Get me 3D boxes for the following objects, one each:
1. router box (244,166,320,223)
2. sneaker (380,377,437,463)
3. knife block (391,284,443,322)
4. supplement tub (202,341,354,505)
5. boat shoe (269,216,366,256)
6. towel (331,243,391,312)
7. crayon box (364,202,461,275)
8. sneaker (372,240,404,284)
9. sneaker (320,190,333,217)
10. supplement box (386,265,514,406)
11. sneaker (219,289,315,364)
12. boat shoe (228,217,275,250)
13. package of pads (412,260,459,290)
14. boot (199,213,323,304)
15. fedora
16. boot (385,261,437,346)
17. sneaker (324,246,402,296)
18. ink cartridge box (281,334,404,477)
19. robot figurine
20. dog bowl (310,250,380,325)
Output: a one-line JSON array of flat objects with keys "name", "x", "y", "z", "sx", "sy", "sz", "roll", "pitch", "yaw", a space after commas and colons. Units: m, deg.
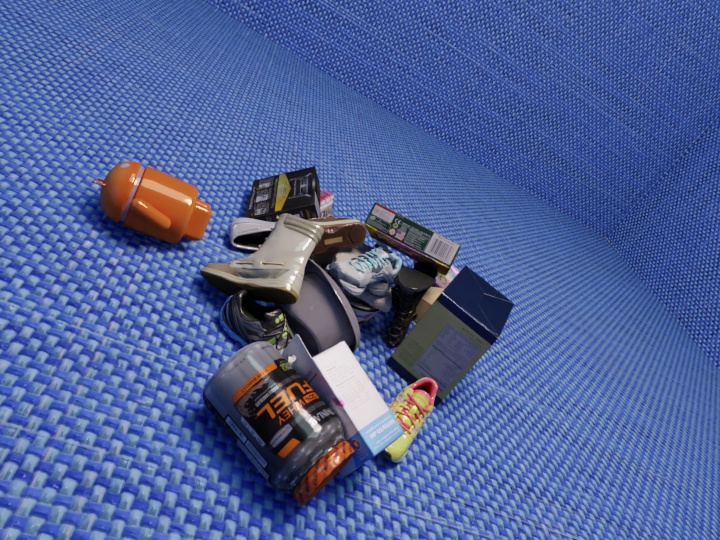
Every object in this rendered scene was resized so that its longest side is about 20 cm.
[{"name": "router box", "x": -0.172, "y": -0.159, "z": 1.213, "sx": 0.156, "sy": 0.053, "sz": 0.201, "roll": -12, "pitch": 34, "yaw": 4}, {"name": "sneaker", "x": 0.079, "y": 0.243, "z": 0.909, "sx": 0.078, "sy": 0.090, "sz": 0.200, "roll": 39, "pitch": 29, "yaw": 5}, {"name": "knife block", "x": 0.152, "y": 0.091, "z": 1.264, "sx": 0.175, "sy": 0.064, "sz": 0.200, "roll": 5, "pitch": 40, "yaw": -43}, {"name": "supplement tub", "x": -0.109, "y": 0.205, "z": 0.722, "sx": 0.200, "sy": 0.123, "sz": 0.122, "roll": 43, "pitch": 28, "yaw": 16}, {"name": "boat shoe", "x": -0.092, "y": -0.073, "z": 1.086, "sx": 0.201, "sy": 0.075, "sz": 0.075, "roll": -4, "pitch": 26, "yaw": -24}, {"name": "towel", "x": 0.000, "y": 0.000, "z": 1.112, "sx": 0.132, "sy": 0.035, "sz": 0.201, "roll": 25, "pitch": 30, "yaw": -15}, {"name": "crayon box", "x": 0.114, "y": -0.064, "z": 1.161, "sx": 0.199, "sy": 0.059, "sz": 0.173, "roll": 28, "pitch": -1, "yaw": 8}, {"name": "sneaker", "x": 0.060, "y": 0.000, "z": 1.240, "sx": 0.076, "sy": 0.080, "sz": 0.200, "roll": 48, "pitch": 1, "yaw": -25}, {"name": "sneaker", "x": -0.128, "y": -0.112, "z": 1.262, "sx": 0.073, "sy": 0.088, "sz": 0.200, "roll": 13, "pitch": 37, "yaw": 32}, {"name": "supplement box", "x": 0.188, "y": 0.128, "z": 1.094, "sx": 0.134, "sy": 0.200, "sz": 0.200, "roll": 39, "pitch": 27, "yaw": 10}, {"name": "sneaker", "x": -0.144, "y": 0.108, "z": 0.879, "sx": 0.199, "sy": 0.083, "sz": 0.071, "roll": 39, "pitch": 27, "yaw": 3}, {"name": "boat shoe", "x": -0.173, "y": -0.063, "z": 1.111, "sx": 0.198, "sy": 0.074, "sz": 0.066, "roll": -1, "pitch": 37, "yaw": -14}, {"name": "package of pads", "x": 0.230, "y": 0.031, "z": 1.394, "sx": 0.200, "sy": 0.076, "sz": 0.121, "roll": 45, "pitch": -5, "yaw": 16}, {"name": "boot", "x": -0.172, "y": -0.027, "z": 0.939, "sx": 0.199, "sy": 0.072, "sz": 0.156, "roll": 7, "pitch": 60, "yaw": 25}, {"name": "fedora", "x": -0.089, "y": 0.081, "z": 0.943, "sx": 0.090, "sy": 0.178, "sz": 0.200, "roll": -27, "pitch": 57, "yaw": -27}, {"name": "boot", "x": 0.096, "y": 0.078, "z": 1.096, "sx": 0.069, "sy": 0.175, "sz": 0.200, "roll": 27, "pitch": 16, "yaw": 15}, {"name": "sneaker", "x": 0.010, "y": -0.008, "z": 0.979, "sx": 0.078, "sy": 0.087, "sz": 0.200, "roll": 45, "pitch": 19, "yaw": 22}, {"name": "ink cartridge box", "x": -0.037, "y": 0.188, "z": 0.792, "sx": 0.068, "sy": 0.115, "sz": 0.201, "roll": -23, "pitch": 70, "yaw": -39}, {"name": "robot figurine", "x": -0.371, "y": -0.121, "z": 0.954, "sx": 0.199, "sy": 0.117, "sz": 0.145, "roll": 22, "pitch": 48, "yaw": -24}, {"name": "dog bowl", "x": -0.041, "y": 0.036, "z": 1.122, "sx": 0.199, "sy": 0.074, "sz": 0.201, "roll": 26, "pitch": 29, "yaw": -15}]
